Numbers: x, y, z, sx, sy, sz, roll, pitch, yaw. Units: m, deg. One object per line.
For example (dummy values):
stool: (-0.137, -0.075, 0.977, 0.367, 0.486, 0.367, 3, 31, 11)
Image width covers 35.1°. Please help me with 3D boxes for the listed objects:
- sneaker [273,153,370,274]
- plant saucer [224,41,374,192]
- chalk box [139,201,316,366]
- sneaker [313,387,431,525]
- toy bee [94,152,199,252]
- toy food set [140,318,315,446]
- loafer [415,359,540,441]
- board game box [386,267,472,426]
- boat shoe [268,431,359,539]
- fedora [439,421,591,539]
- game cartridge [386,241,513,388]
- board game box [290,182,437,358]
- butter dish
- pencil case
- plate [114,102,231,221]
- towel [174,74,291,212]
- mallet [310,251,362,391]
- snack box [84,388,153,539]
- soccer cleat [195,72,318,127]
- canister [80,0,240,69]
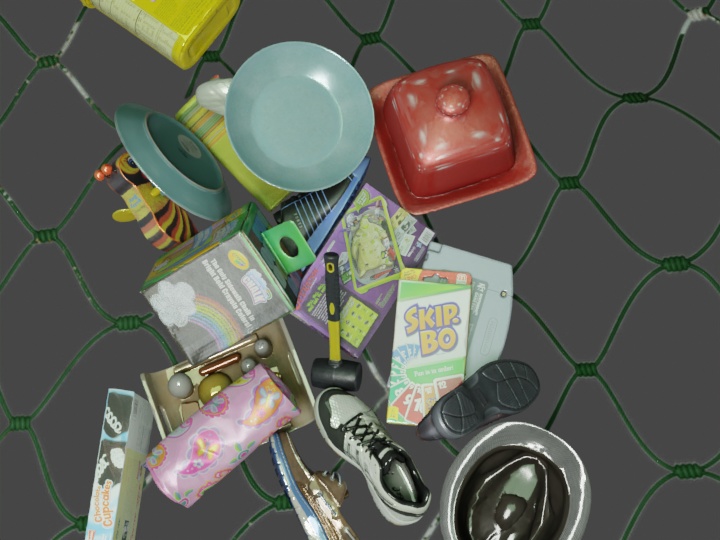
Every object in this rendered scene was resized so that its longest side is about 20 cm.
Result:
sneaker: (-0.064, -0.084, 1.520, 0.078, 0.070, 0.201, 33, 80, 3)
plant saucer: (-0.082, -0.199, 1.503, 0.199, 0.039, 0.203, 2, 82, -12)
chalk box: (-0.152, 0.004, 1.427, 0.199, 0.124, 0.125, -29, 107, 11)
sneaker: (0.022, 0.221, 1.416, 0.075, 0.088, 0.200, -37, 83, -24)
toy bee: (-0.300, -0.110, 1.518, 0.200, 0.108, 0.131, 49, 126, 21)
toy food set: (-0.167, 0.160, 1.465, 0.199, 0.060, 0.144, -23, 75, -3)
loafer: (0.143, 0.162, 1.409, 0.199, 0.063, 0.072, -18, 78, -45)
board game box: (0.089, 0.097, 1.450, 0.095, 0.030, 0.202, 5, 79, 4)
boat shoe: (-0.051, 0.286, 1.427, 0.072, 0.072, 0.201, -25, 86, -11)
fedora: (0.189, 0.286, 1.400, 0.176, 0.090, 0.201, 20, 88, 10)
game cartridge: (0.124, 0.076, 1.480, 0.132, 0.042, 0.202, 18, 82, 3)
board game box: (0.000, 0.000, 1.502, 0.120, 0.032, 0.201, 36, 78, -9)
butter dish: (0.119, -0.200, 1.503, 0.198, 0.148, 0.201, -17, 75, -1)
pencil case: (-0.170, 0.204, 1.401, 0.200, 0.087, 0.088, -41, 77, -5)
plate: (-0.235, -0.148, 1.483, 0.026, 0.200, 0.201, -41, 76, 19)
towel: (-0.163, -0.176, 1.578, 0.086, 0.018, 0.200, -44, 78, -5)
mallet: (-0.024, 0.069, 1.432, 0.065, 0.201, 0.041, 12, 33, 8)
snack box: (-0.299, 0.257, 1.417, 0.037, 0.116, 0.202, 5, 75, 4)
soccer cleat: (-0.125, -0.215, 1.544, 0.198, 0.069, 0.078, 7, 67, -10)
canister: (-0.287, -0.394, 1.604, 0.199, 0.087, 0.149, 36, 80, 9)
